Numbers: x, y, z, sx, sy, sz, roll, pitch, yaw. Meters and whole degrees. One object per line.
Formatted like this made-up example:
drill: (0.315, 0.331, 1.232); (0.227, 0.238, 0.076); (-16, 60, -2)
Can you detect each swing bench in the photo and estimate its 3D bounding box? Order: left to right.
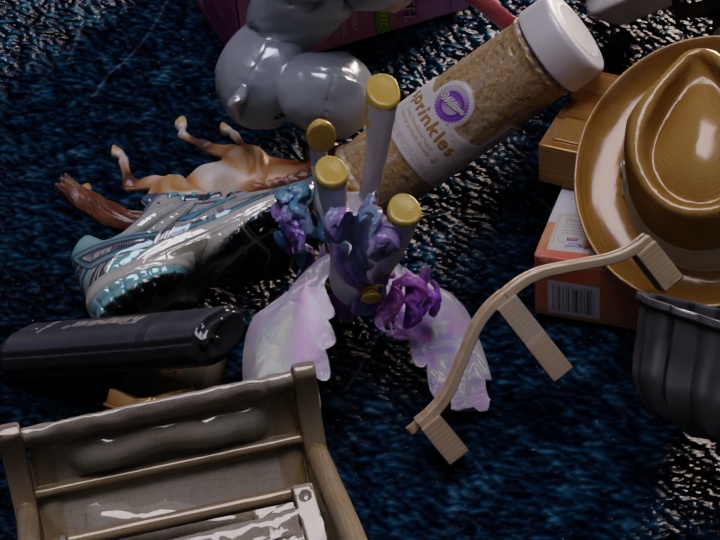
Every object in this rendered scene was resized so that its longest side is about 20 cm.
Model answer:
swing bench: (-0.100, 0.172, 1.477); (0.199, 0.130, 0.200); (-11, 34, -6)

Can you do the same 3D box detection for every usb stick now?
usb stick: (-0.161, 0.048, 1.655); (0.200, 0.033, 0.055); (-6, 24, 40)

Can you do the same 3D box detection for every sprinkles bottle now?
sprinkles bottle: (0.076, -0.114, 1.777); (0.200, 0.068, 0.068); (-35, 34, 20)

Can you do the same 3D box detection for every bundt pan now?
bundt pan: (0.257, 0.075, 1.533); (0.202, 0.076, 0.202); (16, 3, -1)

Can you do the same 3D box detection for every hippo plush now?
hippo plush: (-0.052, -0.180, 1.799); (0.200, 0.161, 0.159); (15, -2, 10)

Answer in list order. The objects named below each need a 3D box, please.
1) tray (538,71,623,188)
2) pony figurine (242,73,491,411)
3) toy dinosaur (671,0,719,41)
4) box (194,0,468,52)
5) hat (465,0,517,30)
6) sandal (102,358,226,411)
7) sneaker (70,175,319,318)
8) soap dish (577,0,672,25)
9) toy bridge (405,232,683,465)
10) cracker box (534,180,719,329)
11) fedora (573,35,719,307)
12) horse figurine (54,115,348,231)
tray: (0.234, -0.083, 1.730); (0.200, 0.037, 0.099); (14, 43, 19)
pony figurine: (0.000, 0.000, 1.654); (0.166, 0.200, 0.193); (-4, 54, -8)
toy dinosaur: (0.297, -0.176, 1.898); (0.102, 0.077, 0.200); (-15, 33, 10)
box: (-0.039, -0.268, 2.039); (0.200, 0.097, 0.176); (-19, 40, -14)
hat: (0.006, -0.238, 1.920); (0.166, 0.176, 0.200); (-20, 17, -30)
sandal: (-0.135, 0.092, 1.635); (0.080, 0.054, 0.200); (2, 39, 10)
sneaker: (-0.111, -0.030, 1.747); (0.200, 0.078, 0.086); (-25, 56, -18)
soap dish: (0.254, -0.263, 1.912); (0.200, 0.081, 0.157); (-23, -5, 16)
toy bridge: (0.108, 0.041, 1.599); (0.200, 0.067, 0.027); (-38, 9, 0)
cracker box: (0.211, -0.040, 1.753); (0.134, 0.058, 0.200); (10, 42, 16)
fedora: (0.227, -0.078, 1.641); (0.201, 0.082, 0.201); (-6, 66, 12)
horse figurine: (-0.122, -0.065, 1.833); (0.200, 0.050, 0.133); (-25, 40, -30)
